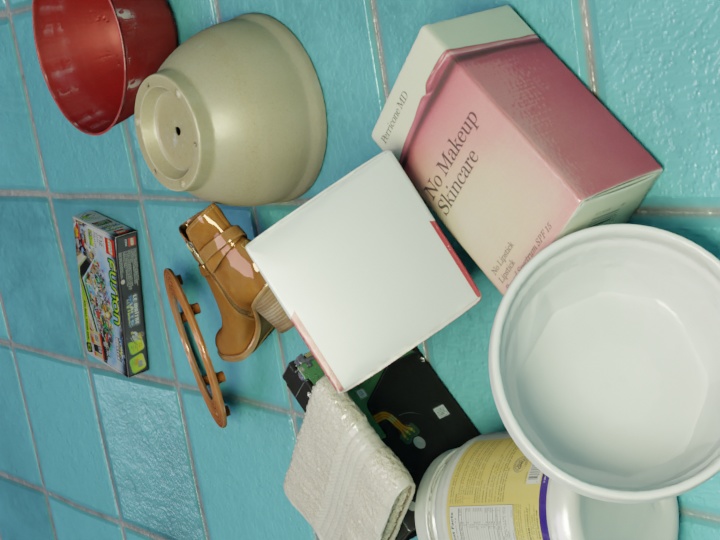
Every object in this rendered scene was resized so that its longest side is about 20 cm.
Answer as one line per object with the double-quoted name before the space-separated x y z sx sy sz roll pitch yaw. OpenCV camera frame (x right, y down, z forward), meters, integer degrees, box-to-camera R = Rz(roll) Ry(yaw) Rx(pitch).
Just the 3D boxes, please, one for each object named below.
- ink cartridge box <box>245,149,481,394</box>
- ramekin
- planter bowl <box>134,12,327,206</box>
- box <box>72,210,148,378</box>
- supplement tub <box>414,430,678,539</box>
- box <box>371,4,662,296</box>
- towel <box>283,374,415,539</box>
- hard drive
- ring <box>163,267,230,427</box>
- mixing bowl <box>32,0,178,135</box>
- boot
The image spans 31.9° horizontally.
"ink cartridge box" 0.000 0.000 1.092 0.146 0.144 0.200 56 179 -1
"ramekin" 0.192 0.077 0.939 0.201 0.199 0.105 57 173 16
"planter bowl" -0.147 -0.154 1.299 0.199 0.134 0.203 24 123 42
"box" -0.333 0.031 1.682 0.109 0.034 0.203 21 121 44
"supplement tub" 0.154 0.208 1.077 0.199 0.144 0.147 -16 93 52
"box" 0.121 -0.095 1.017 0.201 0.108 0.128 51 138 23
"towel" -0.016 0.197 1.142 0.133 0.034 0.201 49 147 26
"hard drive" 0.032 0.149 1.205 0.201 0.139 0.038 53 139 19
"ring" -0.193 0.091 1.502 0.200 0.019 0.203 160 91 -75
"mixing bowl" -0.277 -0.263 1.429 0.199 0.108 0.203 24 123 44
"boot" -0.148 0.014 1.365 0.155 0.077 0.200 46 153 -8
